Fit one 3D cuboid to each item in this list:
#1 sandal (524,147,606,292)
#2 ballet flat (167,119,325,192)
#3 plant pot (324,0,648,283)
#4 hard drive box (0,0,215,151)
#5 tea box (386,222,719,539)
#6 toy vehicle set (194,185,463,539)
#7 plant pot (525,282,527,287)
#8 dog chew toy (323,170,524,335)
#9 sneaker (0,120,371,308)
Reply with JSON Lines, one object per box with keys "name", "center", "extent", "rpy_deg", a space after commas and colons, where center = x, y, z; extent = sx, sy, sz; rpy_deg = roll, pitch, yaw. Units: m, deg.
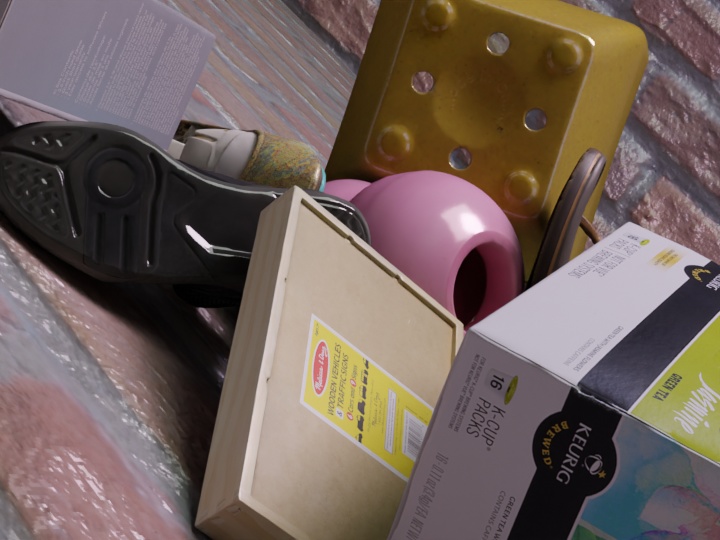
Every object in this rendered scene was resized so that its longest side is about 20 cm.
{"name": "sandal", "center": [0.118, 0.032, 0.842], "extent": [0.054, 0.202, 0.082], "rpy_deg": [12, -11, 3]}
{"name": "ballet flat", "center": [-0.090, -0.061, 0.905], "extent": [0.071, 0.071, 0.200], "rpy_deg": [38, -10, -25]}
{"name": "plant pot", "center": [0.078, -0.099, 0.975], "extent": [0.192, 0.197, 0.200], "rpy_deg": [19, 2, 5]}
{"name": "hard drive box", "center": [-0.188, -0.137, 0.758], "extent": [0.155, 0.077, 0.200], "rpy_deg": [26, 3, 19]}
{"name": "tea box", "center": [0.145, 0.096, 0.627], "extent": [0.196, 0.135, 0.200], "rpy_deg": [27, 25, 20]}
{"name": "toy vehicle set", "center": [-0.005, 0.064, 0.679], "extent": [0.124, 0.026, 0.201], "rpy_deg": [39, 34, -25]}
{"name": "plant pot", "center": [0.049, 0.005, 1.066], "extent": [0.198, 0.028, 0.200], "rpy_deg": [19, -4, 2]}
{"name": "dog chew toy", "center": [0.000, 0.000, 0.882], "extent": [0.199, 0.126, 0.124], "rpy_deg": [10, -18, 45]}
{"name": "sneaker", "center": [-0.104, -0.022, 0.775], "extent": [0.198, 0.077, 0.114], "rpy_deg": [11, -11, -27]}
